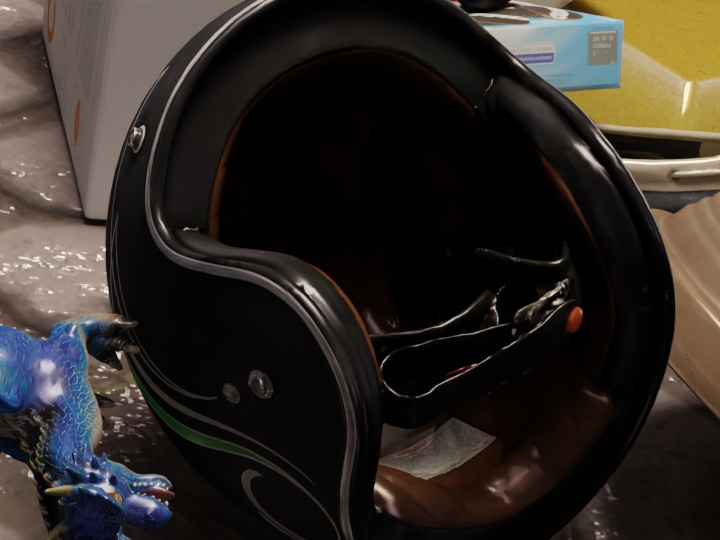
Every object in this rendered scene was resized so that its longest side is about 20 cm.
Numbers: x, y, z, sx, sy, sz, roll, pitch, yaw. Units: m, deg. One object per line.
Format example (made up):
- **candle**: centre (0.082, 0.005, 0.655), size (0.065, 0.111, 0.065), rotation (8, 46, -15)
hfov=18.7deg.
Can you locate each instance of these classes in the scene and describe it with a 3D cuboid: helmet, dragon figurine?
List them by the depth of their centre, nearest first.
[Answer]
- **dragon figurine**: centre (-0.137, 0.037, 0.717), size (0.199, 0.059, 0.099), rotation (29, 24, 4)
- **helmet**: centre (0.000, 0.000, 0.794), size (0.199, 0.201, 0.191), rotation (-12, 41, -36)

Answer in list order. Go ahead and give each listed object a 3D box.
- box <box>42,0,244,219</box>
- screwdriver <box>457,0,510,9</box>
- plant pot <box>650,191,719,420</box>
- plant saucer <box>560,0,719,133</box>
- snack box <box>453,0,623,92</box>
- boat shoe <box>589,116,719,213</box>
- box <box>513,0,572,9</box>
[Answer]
- **box**: centre (-0.091, -0.124, 1.059), size (0.097, 0.125, 0.200), rotation (2, 31, -17)
- **screwdriver**: centre (0.035, -0.135, 1.034), size (0.029, 0.028, 0.200), rotation (37, 23, 18)
- **plant pot**: centre (0.196, 0.027, 0.845), size (0.200, 0.093, 0.201), rotation (37, 14, -11)
- **plant saucer**: centre (0.181, -0.124, 1.238), size (0.199, 0.049, 0.200), rotation (-13, 37, -38)
- **snack box**: centre (0.030, -0.121, 1.128), size (0.115, 0.037, 0.200), rotation (-7, 15, -30)
- **boat shoe**: centre (0.100, -0.054, 1.071), size (0.198, 0.063, 0.071), rotation (15, 31, 8)
- **box**: centre (0.052, -0.202, 1.243), size (0.082, 0.069, 0.200), rotation (-34, 34, -21)
